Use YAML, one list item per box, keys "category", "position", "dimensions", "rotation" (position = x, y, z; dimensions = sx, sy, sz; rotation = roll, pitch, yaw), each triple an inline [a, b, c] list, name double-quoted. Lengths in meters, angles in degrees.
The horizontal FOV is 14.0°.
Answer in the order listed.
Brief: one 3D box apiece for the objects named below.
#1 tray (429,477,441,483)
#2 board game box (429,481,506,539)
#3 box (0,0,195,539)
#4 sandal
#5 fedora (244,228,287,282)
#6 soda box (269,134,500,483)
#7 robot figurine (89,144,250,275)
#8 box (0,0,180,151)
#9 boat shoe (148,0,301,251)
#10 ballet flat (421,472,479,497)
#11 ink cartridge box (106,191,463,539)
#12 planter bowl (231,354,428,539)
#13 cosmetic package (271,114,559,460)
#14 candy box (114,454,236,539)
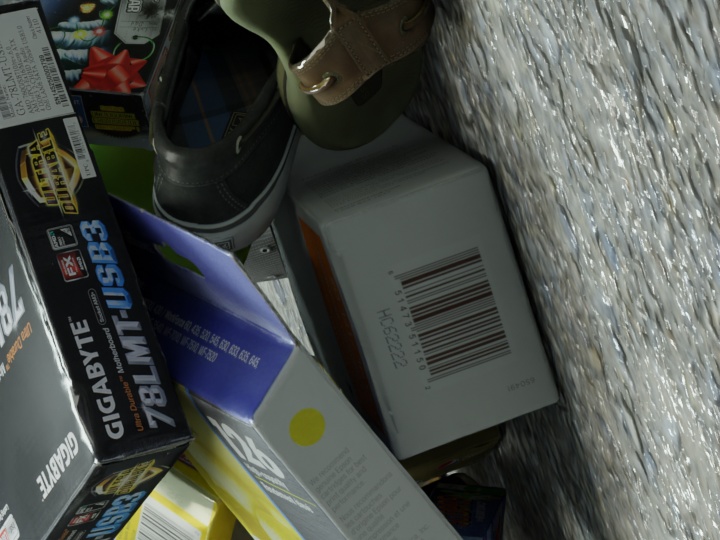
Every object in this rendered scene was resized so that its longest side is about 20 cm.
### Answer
- category: "tray"
  position: [0.017, 0.098, 1.625]
  dimensions: [0.099, 0.037, 0.201]
  rotation: [-132, 24, -75]
- category: "board game box"
  position: [0.037, 0.204, 1.310]
  dimensions: [0.135, 0.034, 0.201]
  rotation: [-32, -53, -82]
- category: "box"
  position: [-0.145, 0.018, 1.239]
  dimensions: [0.200, 0.049, 0.199]
  rotation: [130, 125, -62]
- category: "sandal"
  position: [0.000, -0.091, 1.091]
  dimensions: [0.057, 0.080, 0.201]
  rotation: [50, 177, 22]
- category: "fedora"
  position: [-0.053, -0.061, 1.500]
  dimensions: [0.200, 0.090, 0.178]
  rotation: [91, 159, -71]
- category: "soda box"
  position: [0.000, 0.000, 1.353]
  dimensions: [0.068, 0.064, 0.201]
  rotation: [102, 148, -79]
- category: "robot figurine"
  position: [-0.136, -0.009, 1.396]
  dimensions: [0.116, 0.200, 0.176]
  rotation: [35, -156, -49]
- category: "box"
  position: [-0.133, -0.146, 1.352]
  dimensions: [0.040, 0.136, 0.201]
  rotation: [79, -159, -49]
- category: "boat shoe"
  position: [-0.044, -0.098, 1.199]
  dimensions: [0.057, 0.068, 0.201]
  rotation: [81, -164, -50]
- category: "ballet flat"
  position: [0.010, 0.158, 1.386]
  dimensions: [0.057, 0.200, 0.067]
  rotation: [38, 129, 7]
- category: "ink cartridge box"
  position: [-0.042, 0.062, 1.181]
  dimensions: [0.200, 0.047, 0.198]
  rotation: [50, 169, -23]
- category: "planter bowl"
  position: [-0.065, 0.116, 1.462]
  dimensions: [0.135, 0.200, 0.200]
  rotation: [38, 167, 8]
- category: "cosmetic package"
  position: [0.014, 0.000, 1.206]
  dimensions: [0.200, 0.071, 0.102]
  rotation: [-136, 27, -77]
- category: "candy box"
  position: [-0.114, 0.149, 1.373]
  dimensions: [0.102, 0.026, 0.201]
  rotation: [35, 132, 25]
